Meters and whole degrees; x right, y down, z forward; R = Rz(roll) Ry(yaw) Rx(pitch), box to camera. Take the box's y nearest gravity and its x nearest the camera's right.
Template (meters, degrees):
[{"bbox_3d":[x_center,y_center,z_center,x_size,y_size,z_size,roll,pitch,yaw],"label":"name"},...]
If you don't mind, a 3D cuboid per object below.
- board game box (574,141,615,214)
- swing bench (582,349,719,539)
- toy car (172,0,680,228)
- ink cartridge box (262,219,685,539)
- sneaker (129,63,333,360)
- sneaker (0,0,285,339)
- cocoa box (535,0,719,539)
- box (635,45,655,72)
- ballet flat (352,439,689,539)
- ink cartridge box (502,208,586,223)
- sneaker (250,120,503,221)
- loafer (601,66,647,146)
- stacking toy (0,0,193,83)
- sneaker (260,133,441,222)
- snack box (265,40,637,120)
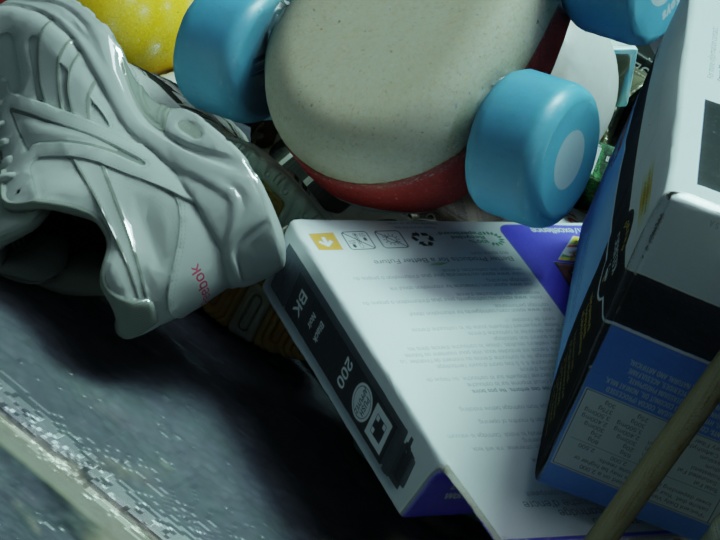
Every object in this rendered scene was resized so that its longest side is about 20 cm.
[{"bbox_3d":[0.152,-0.020,1.195,0.104,0.024,0.200,22,-11,9],"label":"board game box"},{"bbox_3d":[0.155,0.150,0.726,0.200,0.199,0.130,31,20,-7],"label":"swing bench"},{"bbox_3d":[0.054,-0.080,1.011,0.184,0.177,0.200,21,-17,30],"label":"toy car"},{"bbox_3d":[0.087,0.051,0.901,0.197,0.044,0.200,1,35,-29],"label":"ink cartridge box"},{"bbox_3d":[-0.062,-0.038,1.023,0.200,0.076,0.088,40,20,18],"label":"sneaker"},{"bbox_3d":[-0.124,-0.044,0.925,0.099,0.078,0.200,-34,48,-21],"label":"sneaker"},{"bbox_3d":[0.155,0.001,0.851,0.133,0.132,0.200,21,31,-1],"label":"cocoa box"},{"bbox_3d":[0.043,-0.127,1.294,0.200,0.149,0.124,27,21,-17],"label":"box"},{"bbox_3d":[0.093,0.094,0.956,0.200,0.072,0.068,34,17,1],"label":"ballet flat"},{"bbox_3d":[0.157,0.058,1.128,0.200,0.084,0.145,25,20,-24],"label":"ink cartridge box"},{"bbox_3d":[0.026,-0.025,1.180,0.200,0.070,0.076,35,44,-1],"label":"sneaker"},{"bbox_3d":[0.125,-0.086,1.184,0.199,0.075,0.070,23,-10,4],"label":"loafer"},{"bbox_3d":[-0.126,-0.132,1.123,0.146,0.146,0.200,4,53,-55],"label":"stacking toy"},{"bbox_3d":[0.000,0.000,1.069,0.200,0.081,0.084,47,-7,45],"label":"sneaker"},{"bbox_3d":[0.026,-0.123,1.136,0.199,0.037,0.116,-3,37,-15],"label":"snack box"}]
